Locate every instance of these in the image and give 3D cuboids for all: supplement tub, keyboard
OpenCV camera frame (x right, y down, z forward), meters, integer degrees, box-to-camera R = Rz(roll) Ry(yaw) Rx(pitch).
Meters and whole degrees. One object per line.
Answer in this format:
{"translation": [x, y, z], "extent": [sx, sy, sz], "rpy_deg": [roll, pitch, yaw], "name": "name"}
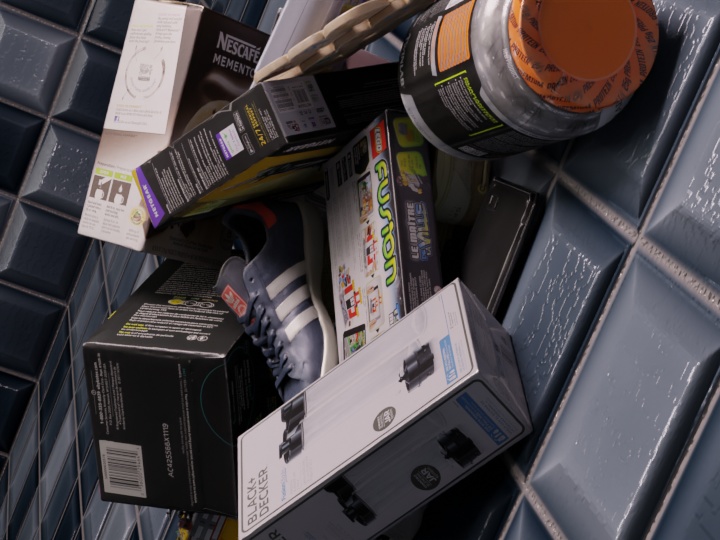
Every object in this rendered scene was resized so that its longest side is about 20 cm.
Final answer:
{"translation": [0.109, -0.142, 1.134], "extent": [0.200, 0.121, 0.124], "rpy_deg": [174, 115, -72], "name": "supplement tub"}
{"translation": [0.072, 0.030, 1.242], "extent": [0.202, 0.020, 0.127], "rpy_deg": [-68, 22, 5], "name": "keyboard"}

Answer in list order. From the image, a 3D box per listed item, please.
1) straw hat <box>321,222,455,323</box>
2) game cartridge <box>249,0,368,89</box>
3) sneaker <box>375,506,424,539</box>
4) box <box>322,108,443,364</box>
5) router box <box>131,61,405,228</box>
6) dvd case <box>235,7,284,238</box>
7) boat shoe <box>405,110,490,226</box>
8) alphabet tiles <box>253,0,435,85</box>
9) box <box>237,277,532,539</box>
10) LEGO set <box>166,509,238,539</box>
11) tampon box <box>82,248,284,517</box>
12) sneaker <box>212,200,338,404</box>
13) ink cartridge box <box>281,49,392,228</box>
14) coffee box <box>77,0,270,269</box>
{"translation": [0.000, 0.000, 1.393], "extent": [0.202, 0.084, 0.202], "rpy_deg": [-90, 26, -50], "name": "straw hat"}
{"translation": [-0.034, -0.199, 1.429], "extent": [0.200, 0.040, 0.135], "rpy_deg": [-32, -35, -79], "name": "game cartridge"}
{"translation": [-0.004, 0.146, 1.254], "extent": [0.200, 0.072, 0.113], "rpy_deg": [138, 147, -62], "name": "sneaker"}
{"translation": [0.017, -0.004, 1.262], "extent": [0.110, 0.034, 0.202], "rpy_deg": [-35, 55, 56], "name": "box"}
{"translation": [-0.057, -0.100, 1.345], "extent": [0.157, 0.199, 0.053], "rpy_deg": [-29, 83, 38], "name": "router box"}
{"translation": [-0.083, -0.126, 1.529], "extent": [0.146, 0.022, 0.202], "rpy_deg": [0, -70, -82], "name": "dvd case"}
{"translation": [0.076, -0.126, 1.323], "extent": [0.074, 0.066, 0.202], "rpy_deg": [-21, 53, 56], "name": "boat shoe"}
{"translation": [0.016, -0.185, 1.268], "extent": [0.199, 0.015, 0.195], "rpy_deg": [-27, 2, 43], "name": "alphabet tiles"}
{"translation": [0.011, 0.108, 1.131], "extent": [0.199, 0.060, 0.117], "rpy_deg": [-36, 27, 18], "name": "box"}
{"translation": [-0.131, 0.236, 1.484], "extent": [0.200, 0.115, 0.155], "rpy_deg": [-106, 40, -65], "name": "LEGO set"}
{"translation": [-0.128, 0.088, 1.438], "extent": [0.200, 0.125, 0.152], "rpy_deg": [-52, -37, -61], "name": "tampon box"}
{"translation": [-0.071, 0.035, 1.326], "extent": [0.075, 0.084, 0.202], "rpy_deg": [127, 142, -49], "name": "sneaker"}
{"translation": [-0.017, -0.079, 1.547], "extent": [0.146, 0.083, 0.201], "rpy_deg": [-94, 29, -56], "name": "ink cartridge box"}
{"translation": [-0.148, -0.112, 1.420], "extent": [0.079, 0.113, 0.202], "rpy_deg": [14, 90, 35], "name": "coffee box"}
